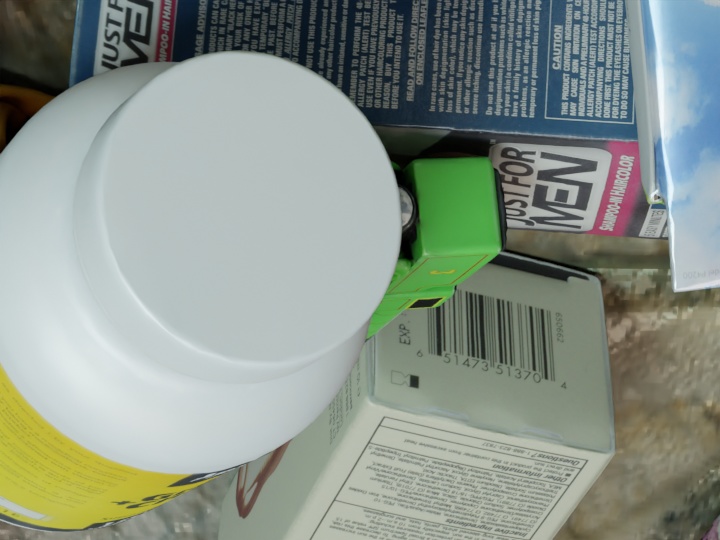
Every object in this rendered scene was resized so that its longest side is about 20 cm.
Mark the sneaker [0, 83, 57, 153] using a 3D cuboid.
[{"bbox_3d":[-0.144,-0.029,0.854,0.199,0.078,0.078,-4,128,3],"label":"sneaker"}]

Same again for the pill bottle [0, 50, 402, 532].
[{"bbox_3d":[-0.062,0.007,0.684,0.111,0.113,0.200,16,162,-17],"label":"pill bottle"}]

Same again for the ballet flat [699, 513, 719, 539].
[{"bbox_3d":[0.213,0.100,1.007,0.199,0.069,0.071,-15,121,14],"label":"ballet flat"}]

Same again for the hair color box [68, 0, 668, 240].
[{"bbox_3d":[0.015,-0.055,0.760,0.199,0.061,0.100,4,164,2],"label":"hair color box"}]

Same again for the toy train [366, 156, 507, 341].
[{"bbox_3d":[0.000,0.000,0.783,0.056,0.042,0.200,-4,170,-13],"label":"toy train"}]

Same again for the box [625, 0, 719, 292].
[{"bbox_3d":[0.131,-0.102,0.665,0.121,0.048,0.201,-6,102,3],"label":"box"}]

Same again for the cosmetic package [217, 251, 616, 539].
[{"bbox_3d":[0.016,0.082,0.966,0.103,0.088,0.200,13,139,-15],"label":"cosmetic package"}]
